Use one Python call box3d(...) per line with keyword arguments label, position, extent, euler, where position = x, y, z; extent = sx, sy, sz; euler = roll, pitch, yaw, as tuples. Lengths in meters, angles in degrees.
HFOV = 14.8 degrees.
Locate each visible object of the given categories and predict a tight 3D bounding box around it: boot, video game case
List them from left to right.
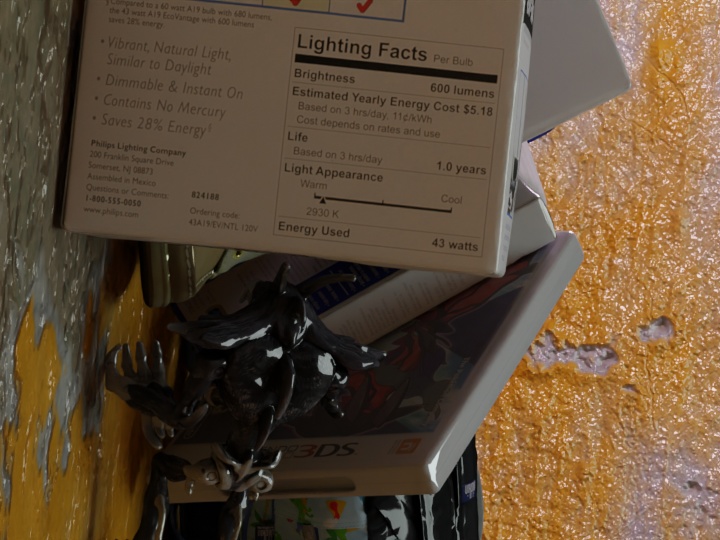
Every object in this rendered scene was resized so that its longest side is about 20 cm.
box3d(label="boot", position=(-0.032, -0.033, 1.415), extent=(0.200, 0.154, 0.072), euler=(-75, 168, -70))
box3d(label="video game case", position=(0.003, 0.050, 1.472), extent=(0.200, 0.182, 0.023), euler=(-54, 128, -43))

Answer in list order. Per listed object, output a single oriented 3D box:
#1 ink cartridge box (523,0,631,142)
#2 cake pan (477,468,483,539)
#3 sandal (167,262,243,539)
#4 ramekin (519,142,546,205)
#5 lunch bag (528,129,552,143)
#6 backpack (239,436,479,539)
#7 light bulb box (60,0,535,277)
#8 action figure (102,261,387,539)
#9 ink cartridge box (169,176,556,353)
box3d(label="ink cartridge box", position=(0.056, -0.145, 1.470), extent=(0.147, 0.084, 0.200), euler=(66, -8, -8))
box3d(label="cake pan", position=(-0.005, 0.145, 1.693), extent=(0.037, 0.199, 0.201), euler=(-13, -112, 58))
box3d(label="sandal", position=(-0.070, 0.093, 1.583), extent=(0.087, 0.079, 0.201), euler=(-27, 121, -79))
box3d(label="ramekin", position=(0.021, -0.030, 1.665), extent=(0.203, 0.201, 0.094), euler=(87, -20, -56))
box3d(label="lunch bag", position=(0.035, -0.115, 1.778), extent=(0.200, 0.169, 0.124), euler=(-88, 153, -83))
box3d(label="backpack", position=(0.003, 0.168, 1.550), extent=(0.163, 0.153, 0.201), euler=(-30, 107, -64))
box3d(label="light bulb box", position=(-0.021, -0.105, 1.250), extent=(0.125, 0.197, 0.201), euler=(10, 86, -87))
box3d(label="action figure", position=(-0.067, 0.066, 1.342), extent=(0.102, 0.118, 0.201), euler=(51, -54, 47))
box3d(label="ink cartridge box", position=(0.000, 0.000, 1.498), extent=(0.037, 0.199, 0.095), euler=(67, -7, -30))
